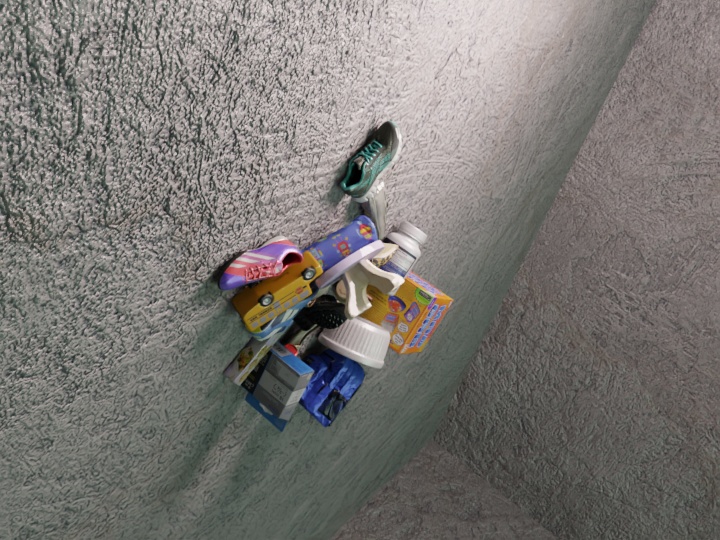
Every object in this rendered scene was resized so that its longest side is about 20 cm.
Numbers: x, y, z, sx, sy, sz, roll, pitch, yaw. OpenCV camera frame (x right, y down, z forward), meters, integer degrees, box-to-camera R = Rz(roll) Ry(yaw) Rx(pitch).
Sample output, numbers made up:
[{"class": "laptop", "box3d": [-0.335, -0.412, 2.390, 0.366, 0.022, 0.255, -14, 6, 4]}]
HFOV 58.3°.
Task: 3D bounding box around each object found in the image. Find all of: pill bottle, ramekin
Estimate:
[{"class": "pill bottle", "box3d": [0.101, -0.037, 1.840, 0.200, 0.111, 0.111, -56, 157, 2]}, {"class": "ramekin", "box3d": [-0.011, 0.189, 1.829, 0.105, 0.200, 0.200, -66, 157, -1]}]

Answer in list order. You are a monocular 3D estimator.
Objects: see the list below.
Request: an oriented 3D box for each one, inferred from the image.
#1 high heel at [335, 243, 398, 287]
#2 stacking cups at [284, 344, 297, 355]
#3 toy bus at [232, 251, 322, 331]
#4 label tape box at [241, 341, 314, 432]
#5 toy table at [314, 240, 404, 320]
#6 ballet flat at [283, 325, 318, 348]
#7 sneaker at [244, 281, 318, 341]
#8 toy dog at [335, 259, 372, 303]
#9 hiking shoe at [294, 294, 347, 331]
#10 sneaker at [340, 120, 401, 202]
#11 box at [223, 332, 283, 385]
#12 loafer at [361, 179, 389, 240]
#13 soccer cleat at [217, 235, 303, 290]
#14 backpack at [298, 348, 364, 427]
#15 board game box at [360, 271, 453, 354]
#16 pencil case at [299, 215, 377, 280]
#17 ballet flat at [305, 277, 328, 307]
[{"class": "high heel", "box3d": [0.018, 0.004, 1.770, 0.199, 0.071, 0.143, -22, 137, -27]}, {"class": "stacking cups", "box3d": [-0.208, 0.268, 1.699, 0.060, 0.060, 0.200, -33, 151, -42]}, {"class": "toy bus", "box3d": [-0.175, 0.044, 1.398, 0.200, 0.065, 0.078, -32, 137, -13]}, {"class": "label tape box", "box3d": [-0.222, 0.293, 1.609, 0.063, 0.144, 0.201, -7, 128, -61]}, {"class": "toy table", "box3d": [0.005, 0.025, 1.479, 0.200, 0.117, 0.184, -34, 174, -26]}, {"class": "ballet flat", "box3d": [-0.126, 0.153, 1.704, 0.200, 0.046, 0.067, -43, 177, -13]}, {"class": "sneaker", "box3d": [-0.182, 0.090, 1.511, 0.200, 0.074, 0.082, -36, 150, -21]}, {"class": "toy dog", "box3d": [0.000, 0.000, 1.636, 0.132, 0.096, 0.201, -75, 180, -77]}, {"class": "hiking shoe", "box3d": [-0.087, 0.091, 1.608, 0.076, 0.200, 0.101, 53, 53, -22]}, {"class": "sneaker", "box3d": [0.022, -0.247, 1.456, 0.091, 0.077, 0.201, 4, 117, -59]}, {"class": "box", "box3d": [-0.246, 0.185, 1.551, 0.200, 0.039, 0.041, -50, 158, -12]}, {"class": "loafer", "box3d": [0.044, -0.148, 1.632, 0.070, 0.070, 0.200, -38, 152, -18]}, {"class": "soccer cleat", "box3d": [-0.205, -0.008, 1.328, 0.200, 0.073, 0.068, -33, 149, -42]}, {"class": "backpack", "box3d": [-0.095, 0.317, 1.847, 0.200, 0.162, 0.168, -46, 117, -12]}, {"class": "board game box", "box3d": [0.128, 0.116, 1.983, 0.200, 0.200, 0.200, -59, 157, 9]}, {"class": "pencil case", "box3d": [-0.054, -0.055, 1.504, 0.200, 0.087, 0.078, -31, 107, -16]}, {"class": "ballet flat", "box3d": [-0.090, 0.007, 1.568, 0.200, 0.072, 0.068, -54, 140, -1]}]
